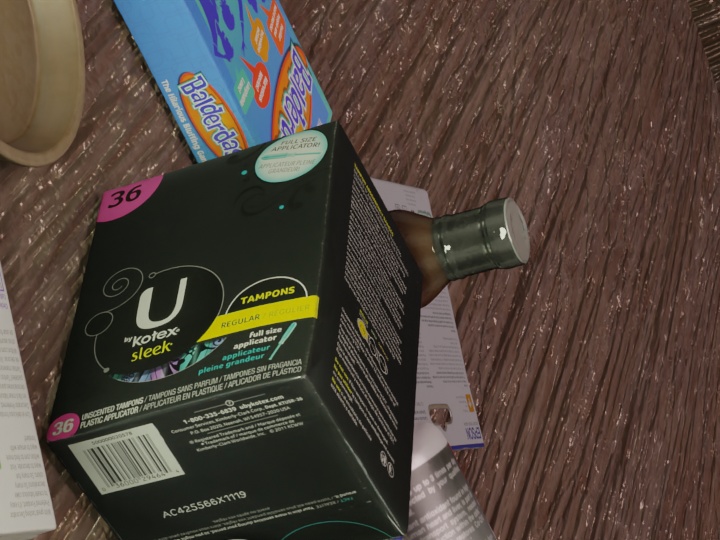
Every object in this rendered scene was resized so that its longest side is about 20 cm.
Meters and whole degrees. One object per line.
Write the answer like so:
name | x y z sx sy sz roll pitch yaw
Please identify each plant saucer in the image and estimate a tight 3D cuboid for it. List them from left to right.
plant saucer | -0.200 -0.146 1.257 0.200 0.029 0.200 -16 90 -72

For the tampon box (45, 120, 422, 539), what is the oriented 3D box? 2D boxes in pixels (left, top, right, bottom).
tampon box | -0.061 0.044 1.313 0.200 0.150 0.126 -85 153 -48

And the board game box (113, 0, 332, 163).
board game box | -0.084 -0.135 1.559 0.152 0.045 0.200 -79 149 -54

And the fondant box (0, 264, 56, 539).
fondant box | -0.205 0.024 1.057 0.144 0.058 0.200 8 66 -70

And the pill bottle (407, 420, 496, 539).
pill bottle | 0.018 0.159 1.431 0.200 0.114 0.114 64 19 -3

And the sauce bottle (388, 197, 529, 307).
sauce bottle | 0.000 0.000 1.448 0.065 0.200 0.065 51 31 -46

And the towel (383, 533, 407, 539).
towel | -0.018 0.186 1.298 0.023 0.144 0.200 20 29 -25

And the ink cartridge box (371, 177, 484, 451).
ink cartridge box | 0.023 0.035 1.739 0.196 0.043 0.200 9 69 -72
